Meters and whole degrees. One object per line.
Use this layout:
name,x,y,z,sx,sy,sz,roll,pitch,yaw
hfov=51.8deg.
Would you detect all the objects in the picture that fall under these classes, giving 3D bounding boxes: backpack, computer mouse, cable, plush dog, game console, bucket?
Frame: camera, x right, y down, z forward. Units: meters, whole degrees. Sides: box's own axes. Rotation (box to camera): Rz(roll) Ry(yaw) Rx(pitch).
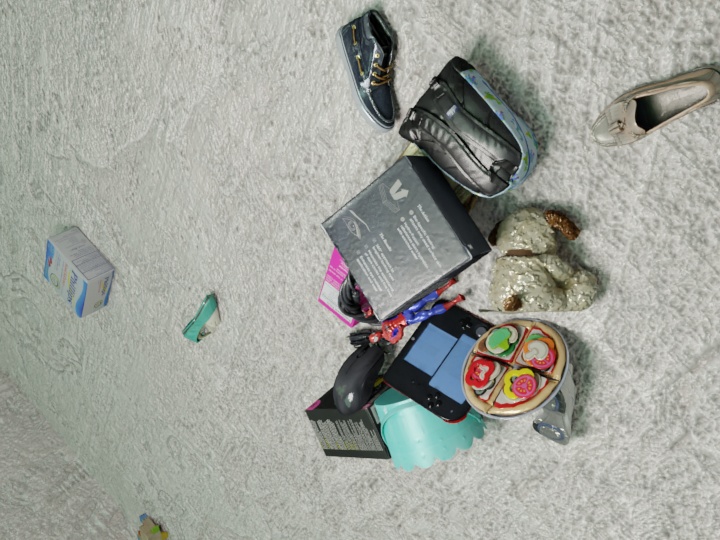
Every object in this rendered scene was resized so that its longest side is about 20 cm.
backpack,0.188,-0.211,1.181,0.200,0.153,0.163,51,121,25
computer mouse,-0.008,0.201,1.540,0.138,0.201,0.053,-6,141,41
cable,0.032,0.035,1.410,0.163,0.200,0.051,-39,50,22
plush dog,0.272,-0.018,1.221,0.199,0.160,0.173,-6,83,41
game console,0.162,0.168,1.382,0.176,0.200,0.031,30,163,25
bucket,0.132,0.289,1.467,0.207,0.207,0.135,-22,93,46

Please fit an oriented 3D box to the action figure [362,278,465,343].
action figure,0.089,0.078,1.389,0.200,0.099,0.065,-34,65,17

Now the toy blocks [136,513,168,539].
toy blocks,-0.793,1.011,2.788,0.136,0.100,0.201,24,127,45

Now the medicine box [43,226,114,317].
medicine box,-0.860,0.006,2.262,0.200,0.103,0.182,44,135,15

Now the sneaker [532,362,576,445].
sneaker,0.357,0.241,1.326,0.074,0.087,0.201,24,145,28

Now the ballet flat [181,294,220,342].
ballet flat,-0.411,0.132,1.968,0.070,0.068,0.200,33,137,-9

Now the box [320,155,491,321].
box,0.076,-0.055,1.240,0.200,0.117,0.197,-36,80,27

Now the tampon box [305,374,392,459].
tampon box,0.011,0.316,1.619,0.199,0.150,0.127,-11,107,45

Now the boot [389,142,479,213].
boot,0.118,-0.133,1.326,0.156,0.073,0.200,49,128,13

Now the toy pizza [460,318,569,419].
toy pizza,0.262,0.163,1.286,0.199,0.201,0.032,3,146,41

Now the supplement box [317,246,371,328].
supplement box,0.000,0.000,1.487,0.103,0.101,0.201,38,134,20

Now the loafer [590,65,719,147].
loafer,0.401,-0.223,1.028,0.200,0.063,0.072,-22,97,46

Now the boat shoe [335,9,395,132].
boat shoe,0.027,-0.344,1.288,0.091,0.071,0.201,-17,99,50
